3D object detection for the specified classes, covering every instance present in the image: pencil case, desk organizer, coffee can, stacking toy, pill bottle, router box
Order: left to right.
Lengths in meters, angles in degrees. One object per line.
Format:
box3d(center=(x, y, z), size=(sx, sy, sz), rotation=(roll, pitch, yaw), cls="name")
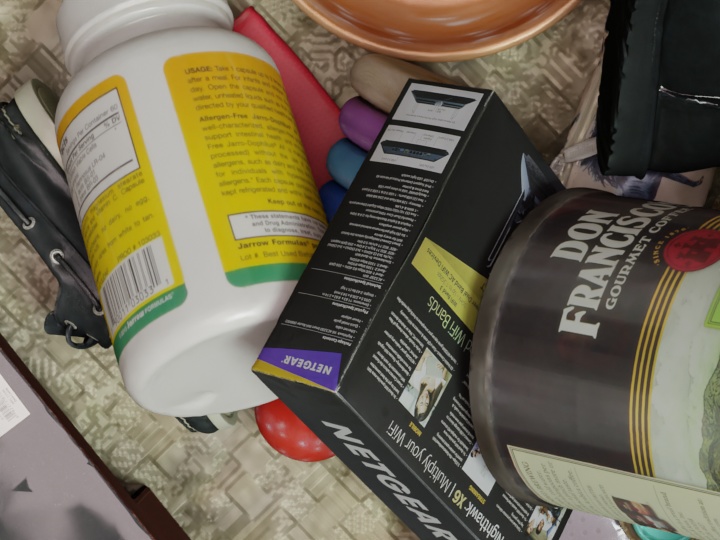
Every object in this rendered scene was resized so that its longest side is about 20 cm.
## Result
box3d(center=(-0.156, 0.110, 1.180), size=(0.072, 0.077, 0.200), rotation=(-39, 91, 6), cls="desk organizer")
box3d(center=(-0.080, -0.043, 1.107), size=(0.113, 0.113, 0.200), rotation=(-21, 67, 5), cls="pill bottle")
box3d(center=(0.000, 0.000, 1.146), size=(0.085, 0.085, 0.200), rotation=(24, 99, 2), cls="stacking toy")
box3d(center=(0.051, 0.034, 1.083), size=(0.052, 0.200, 0.157), rotation=(12, 64, 39), cls="router box")
box3d(center=(0.149, -0.111, 1.133), size=(0.078, 0.089, 0.201), rotation=(26, 102, 43), cls="pencil case")
box3d(center=(0.169, 0.048, 1.012), size=(0.200, 0.146, 0.147), rotation=(10, 96, 38), cls="coffee can")

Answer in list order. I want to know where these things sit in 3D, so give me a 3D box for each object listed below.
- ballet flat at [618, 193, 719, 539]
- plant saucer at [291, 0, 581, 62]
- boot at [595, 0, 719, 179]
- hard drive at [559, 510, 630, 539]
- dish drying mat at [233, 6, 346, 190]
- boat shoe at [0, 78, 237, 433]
box3d(center=(0.176, 0.041, 1.160), size=(0.070, 0.065, 0.200), rotation=(24, 96, -18), cls="ballet flat")
box3d(center=(0.038, -0.203, 1.164), size=(0.199, 0.037, 0.201), rotation=(0, 95, 4), cls="plant saucer")
box3d(center=(0.193, -0.117, 1.042), size=(0.162, 0.073, 0.199), rotation=(1, 123, -4), cls="boot")
box3d(center=(0.113, 0.191, 1.185), size=(0.200, 0.042, 0.135), rotation=(36, 96, 1), cls="hard drive")
box3d(center=(-0.020, -0.033, 1.191), size=(0.077, 0.018, 0.200), rotation=(-39, 92, 5), cls="dish drying mat")
box3d(center=(-0.135, 0.004, 1.173), size=(0.066, 0.075, 0.200), rotation=(-32, 91, 8), cls="boat shoe")
